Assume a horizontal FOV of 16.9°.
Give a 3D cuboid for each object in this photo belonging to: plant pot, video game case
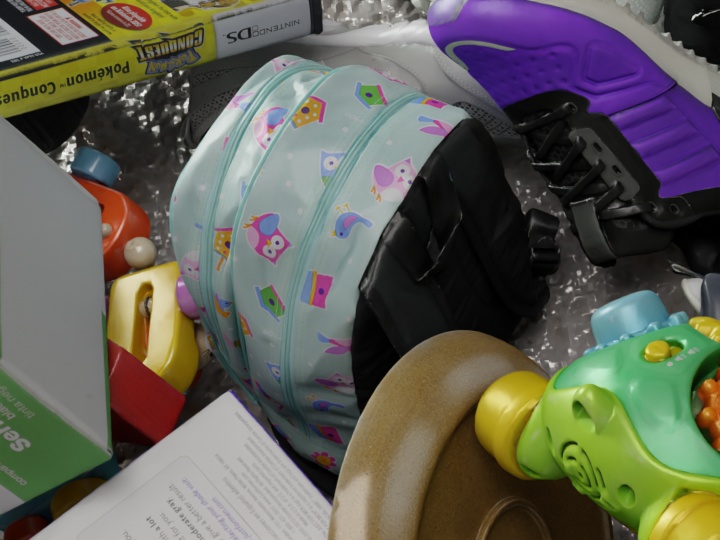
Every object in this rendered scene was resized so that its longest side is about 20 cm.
[{"bbox_3d":[0.054,0.124,0.977,0.027,0.200,0.200,-2,60,34],"label":"plant pot"},{"bbox_3d":[-0.143,-0.133,1.162,0.181,0.026,0.200,-18,32,-24],"label":"video game case"}]

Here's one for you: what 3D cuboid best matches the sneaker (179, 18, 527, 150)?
[{"bbox_3d":[0.005,-0.074,1.168,0.200,0.075,0.082,10,73,26],"label":"sneaker"}]

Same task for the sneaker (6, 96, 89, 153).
[{"bbox_3d":[-0.217,-0.049,1.182,0.076,0.115,0.201,49,40,-11],"label":"sneaker"}]

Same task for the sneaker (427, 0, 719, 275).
[{"bbox_3d":[0.110,-0.055,1.082,0.070,0.200,0.100,-9,60,57],"label":"sneaker"}]

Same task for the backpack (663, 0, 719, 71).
[{"bbox_3d":[0.222,-0.193,1.137,0.176,0.153,0.200,-3,71,9],"label":"backpack"}]

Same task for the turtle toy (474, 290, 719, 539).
[{"bbox_3d":[0.149,0.074,0.935,0.146,0.200,0.101,35,96,48],"label":"turtle toy"}]

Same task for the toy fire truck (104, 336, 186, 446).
[{"bbox_3d":[-0.184,0.085,1.076,0.200,0.049,0.141,10,67,41],"label":"toy fire truck"}]

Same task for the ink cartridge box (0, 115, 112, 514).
[{"bbox_3d":[-0.208,0.046,1.025,0.200,0.084,0.146,-28,44,19],"label":"ink cartridge box"}]

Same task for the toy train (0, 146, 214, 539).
[{"bbox_3d":[-0.131,0.046,1.134,0.150,0.056,0.200,13,72,40],"label":"toy train"}]

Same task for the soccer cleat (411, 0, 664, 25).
[{"bbox_3d":[0.051,-0.144,1.190,0.200,0.070,0.086,17,86,25],"label":"soccer cleat"}]

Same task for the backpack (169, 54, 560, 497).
[{"bbox_3d":[0.000,0.000,1.048,0.126,0.200,0.167,19,68,18],"label":"backpack"}]

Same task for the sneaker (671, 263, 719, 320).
[{"bbox_3d":[0.203,0.024,1.068,0.199,0.079,0.130,-42,72,-1],"label":"sneaker"}]

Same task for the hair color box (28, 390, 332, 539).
[{"bbox_3d":[-0.095,0.155,0.986,0.200,0.065,0.109,-36,62,-15],"label":"hair color box"}]
